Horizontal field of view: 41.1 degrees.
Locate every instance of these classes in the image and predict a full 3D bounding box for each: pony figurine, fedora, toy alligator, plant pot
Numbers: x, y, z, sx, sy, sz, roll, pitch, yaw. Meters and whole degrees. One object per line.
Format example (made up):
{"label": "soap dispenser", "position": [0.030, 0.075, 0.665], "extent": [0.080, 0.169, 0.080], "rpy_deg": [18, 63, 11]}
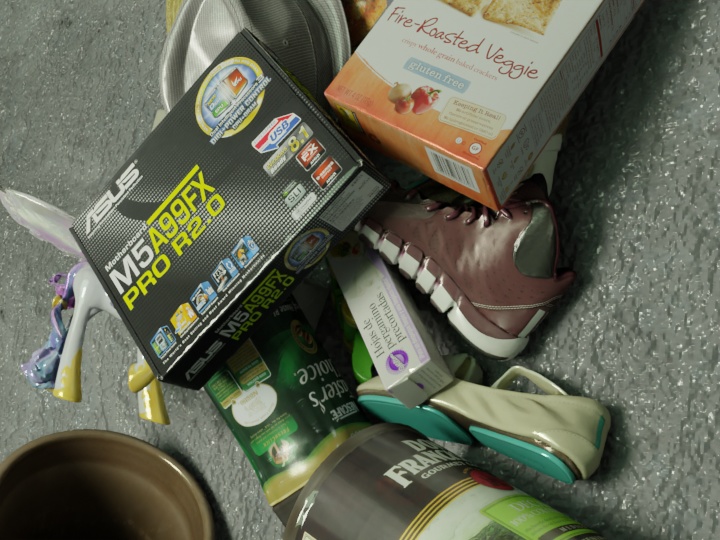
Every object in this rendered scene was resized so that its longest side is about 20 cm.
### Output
{"label": "pony figurine", "position": [-0.222, 0.013, 0.836], "extent": [0.191, 0.167, 0.202], "rpy_deg": [13, 83, 12]}
{"label": "fedora", "position": [-0.099, -0.163, 0.771], "extent": [0.175, 0.090, 0.202], "rpy_deg": [3, 90, 28]}
{"label": "toy alligator", "position": [0.000, 0.000, 0.781], "extent": [0.054, 0.060, 0.201], "rpy_deg": [-12, 57, -7]}
{"label": "plant pot", "position": [-0.246, 0.270, 0.844], "extent": [0.201, 0.199, 0.176], "rpy_deg": [53, 130, 38]}

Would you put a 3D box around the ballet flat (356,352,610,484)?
{"label": "ballet flat", "position": [0.084, 0.093, 0.671], "extent": [0.199, 0.069, 0.070], "rpy_deg": [12, 85, 42]}

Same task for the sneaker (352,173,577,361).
{"label": "sneaker", "position": [0.069, -0.043, 0.672], "extent": [0.200, 0.076, 0.116], "rpy_deg": [43, 108, 0]}

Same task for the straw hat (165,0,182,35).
{"label": "straw hat", "position": [-0.113, -0.254, 0.930], "extent": [0.200, 0.084, 0.203], "rpy_deg": [19, 112, 55]}

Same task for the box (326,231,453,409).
{"label": "box", "position": [0.007, 0.006, 0.701], "extent": [0.039, 0.041, 0.201], "rpy_deg": [-35, 51, 12]}

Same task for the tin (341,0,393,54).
{"label": "tin", "position": [-0.006, -0.196, 0.816], "extent": [0.199, 0.042, 0.113], "rpy_deg": [3, 112, 44]}

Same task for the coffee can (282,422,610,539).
{"label": "coffee can", "position": [0.067, 0.200, 0.588], "extent": [0.199, 0.146, 0.148], "rpy_deg": [22, 92, 43]}

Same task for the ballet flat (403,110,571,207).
{"label": "ballet flat", "position": [0.094, -0.065, 0.709], "extent": [0.200, 0.068, 0.073], "rpy_deg": [-38, 75, 28]}

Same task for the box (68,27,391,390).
{"label": "box", "position": [-0.097, -0.043, 0.667], "extent": [0.200, 0.044, 0.161], "rpy_deg": [-45, 58, 10]}

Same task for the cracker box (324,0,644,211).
{"label": "cracker box", "position": [0.088, -0.156, 0.644], "extent": [0.133, 0.058, 0.201], "rpy_deg": [29, 76, 29]}

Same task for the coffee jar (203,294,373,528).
{"label": "coffee jar", "position": [-0.057, 0.097, 0.722], "extent": [0.085, 0.104, 0.201], "rpy_deg": [-35, 81, 17]}

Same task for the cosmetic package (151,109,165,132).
{"label": "cosmetic package", "position": [-0.120, -0.092, 0.902], "extent": [0.199, 0.073, 0.105], "rpy_deg": [8, 83, 43]}

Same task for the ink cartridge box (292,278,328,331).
{"label": "ink cartridge box", "position": [-0.131, 0.036, 0.875], "extent": [0.199, 0.068, 0.117], "rpy_deg": [21, 91, 44]}
